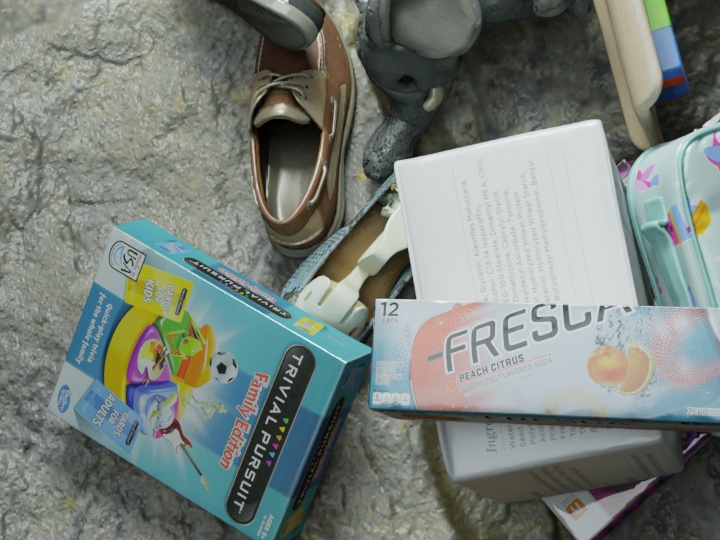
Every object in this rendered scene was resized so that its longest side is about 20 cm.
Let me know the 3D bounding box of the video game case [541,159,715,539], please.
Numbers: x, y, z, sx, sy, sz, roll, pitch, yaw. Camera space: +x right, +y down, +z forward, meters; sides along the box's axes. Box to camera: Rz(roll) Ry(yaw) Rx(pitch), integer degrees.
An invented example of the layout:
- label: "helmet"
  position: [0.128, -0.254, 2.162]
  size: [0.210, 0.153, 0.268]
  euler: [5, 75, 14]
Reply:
- label: "video game case"
  position: [0.167, 0.056, 1.339]
  size: [0.200, 0.036, 0.181]
  euler: [-42, 72, 3]

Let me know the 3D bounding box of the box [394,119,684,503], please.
- label: "box"
  position: [0.115, 0.033, 1.232]
  size: [0.130, 0.199, 0.201]
  euler: [-12, 77, 10]

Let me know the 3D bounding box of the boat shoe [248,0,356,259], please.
- label: "boat shoe"
  position: [-0.045, -0.111, 1.414]
  size: [0.076, 0.072, 0.201]
  euler: [-9, 72, 13]

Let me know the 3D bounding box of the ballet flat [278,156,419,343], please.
- label: "ballet flat"
  position: [0.000, 0.000, 1.376]
  size: [0.074, 0.074, 0.200]
  euler: [36, 90, 20]

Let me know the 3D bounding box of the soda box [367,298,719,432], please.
- label: "soda box"
  position: [0.107, 0.052, 1.090]
  size: [0.199, 0.068, 0.064]
  euler: [1, 81, 14]

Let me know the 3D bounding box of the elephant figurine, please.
- label: "elephant figurine"
  position: [0.049, -0.182, 1.368]
  size: [0.200, 0.142, 0.155]
  euler: [-31, 77, 3]

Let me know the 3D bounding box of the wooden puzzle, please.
- label: "wooden puzzle"
  position: [0.178, -0.182, 1.293]
  size: [0.046, 0.200, 0.186]
  euler: [-15, 82, 6]

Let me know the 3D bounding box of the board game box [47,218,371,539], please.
- label: "board game box"
  position: [-0.108, 0.077, 1.377]
  size: [0.200, 0.047, 0.151]
  euler: [29, 110, 20]

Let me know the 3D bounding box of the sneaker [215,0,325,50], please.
- label: "sneaker"
  position: [-0.063, -0.234, 1.412]
  size: [0.106, 0.075, 0.200]
  euler: [-47, 39, -2]

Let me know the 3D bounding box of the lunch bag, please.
- label: "lunch bag"
  position: [0.252, -0.004, 1.218]
  size: [0.160, 0.077, 0.201]
  euler: [-15, 89, -20]
